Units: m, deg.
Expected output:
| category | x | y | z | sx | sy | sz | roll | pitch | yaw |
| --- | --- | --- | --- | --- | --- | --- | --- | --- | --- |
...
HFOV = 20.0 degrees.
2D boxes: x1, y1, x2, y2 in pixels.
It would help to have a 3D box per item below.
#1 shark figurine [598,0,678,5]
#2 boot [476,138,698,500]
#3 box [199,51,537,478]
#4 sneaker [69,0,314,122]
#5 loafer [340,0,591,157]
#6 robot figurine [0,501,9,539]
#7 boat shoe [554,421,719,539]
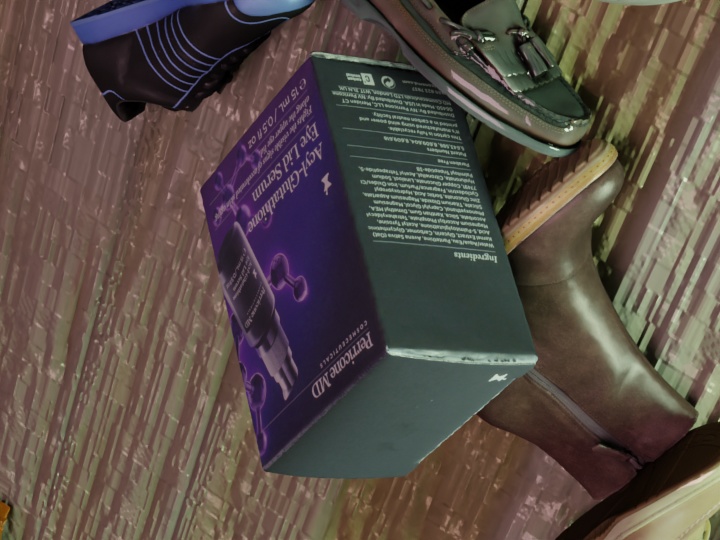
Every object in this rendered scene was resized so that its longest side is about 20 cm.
| category | x | y | z | sx | sy | sz | roll | pitch | yaw |
| --- | --- | --- | --- | --- | --- | --- | --- | --- | --- |
| shark figurine | 0.216 | -0.193 | 1.001 | 0.128 | 0.215 | 0.089 | 34 | 176 | -20 |
| boot | 0.137 | 0.031 | 1.206 | 0.166 | 0.072 | 0.200 | 38 | 126 | -4 |
| box | 0.000 | 0.000 | 1.181 | 0.148 | 0.104 | 0.200 | -47 | 48 | 44 |
| sneaker | -0.094 | -0.143 | 1.267 | 0.200 | 0.070 | 0.078 | -6 | 113 | 44 |
| loafer | 0.055 | -0.145 | 1.159 | 0.200 | 0.072 | 0.063 | 40 | 121 | 15 |
| robot figurine | -0.345 | 0.251 | 1.643 | 0.145 | 0.058 | 0.200 | 33 | 127 | 18 |
| boat shoe | 0.180 | 0.158 | 1.225 | 0.065 | 0.072 | 0.200 | 42 | 133 | -1 |
